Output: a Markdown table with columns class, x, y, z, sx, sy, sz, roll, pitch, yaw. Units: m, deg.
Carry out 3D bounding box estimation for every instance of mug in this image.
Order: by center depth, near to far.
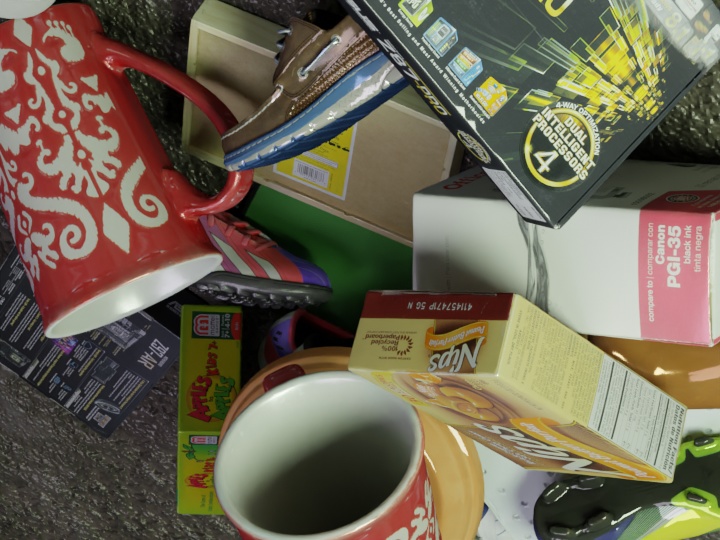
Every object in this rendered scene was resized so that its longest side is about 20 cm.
| class | x | y | z | sx | sy | sz | roll | pitch | yaw |
| --- | --- | --- | --- | --- | --- | --- | --- | --- | --- |
| mug | -0.002 | 0.166 | 1.324 | 0.132 | 0.178 | 0.201 | -3 | 135 | 15 |
| mug | -0.176 | -0.080 | 1.395 | 0.133 | 0.176 | 0.201 | 116 | 129 | -79 |

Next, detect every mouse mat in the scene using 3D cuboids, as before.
| class | x | y | z | sx | sy | sz | roll | pitch | yaw |
| --- | --- | --- | --- | --- | --- | --- | --- | --- | --- |
| mouse mat | 0.000 | 0.000 | 1.491 | 0.199 | 0.008 | 0.161 | 31 | 143 | -1 |

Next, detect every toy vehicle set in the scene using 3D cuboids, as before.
| class | x | y | z | sx | sy | sz | roll | pitch | yaw |
| --- | --- | --- | --- | --- | --- | --- | --- | --- | --- |
| toy vehicle set | -0.027 | -0.097 | 1.378 | 0.199 | 0.027 | 0.125 | 23 | 139 | 10 |

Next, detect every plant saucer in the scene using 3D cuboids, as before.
| class | x | y | z | sx | sy | sz | roll | pitch | yaw |
| --- | --- | --- | --- | --- | --- | --- | --- | --- | --- |
| plant saucer | -0.012 | 0.153 | 1.431 | 0.198 | 0.037 | 0.202 | 6 | 113 | 15 |

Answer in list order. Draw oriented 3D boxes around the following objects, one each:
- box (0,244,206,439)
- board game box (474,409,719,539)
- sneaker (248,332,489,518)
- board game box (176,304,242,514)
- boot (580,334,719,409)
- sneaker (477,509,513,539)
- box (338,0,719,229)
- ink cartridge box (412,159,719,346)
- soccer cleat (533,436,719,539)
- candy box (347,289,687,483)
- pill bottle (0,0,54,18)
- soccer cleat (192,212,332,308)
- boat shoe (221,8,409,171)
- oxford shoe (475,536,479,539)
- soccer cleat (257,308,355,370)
| class | x | y | z | sx | sy | sz | roll | pitch | yaw |
| --- | --- | --- | --- | --- | --- | --- | --- | --- | --- |
| box | -0.231 | 0.043 | 1.664 | 0.160 | 0.044 | 0.200 | 36 | 142 | -6 |
| board game box | 0.151 | 0.092 | 1.422 | 0.199 | 0.026 | 0.200 | -25 | 118 | 23 |
| sneaker | 0.018 | 0.114 | 1.464 | 0.199 | 0.081 | 0.115 | 38 | 125 | -1 |
| board game box | -0.119 | 0.112 | 1.575 | 0.047 | 0.102 | 0.200 | 2 | 156 | -4 |
| boot | 0.253 | 0.054 | 1.282 | 0.199 | 0.077 | 0.155 | 23 | 156 | -20 |
| sneaker | 0.132 | 0.153 | 1.521 | 0.086 | 0.075 | 0.201 | 11 | 139 | 16 |
| box | 0.096 | -0.149 | 1.137 | 0.200 | 0.161 | 0.049 | 48 | 168 | -21 |
| ink cartridge box | 0.148 | -0.017 | 1.244 | 0.199 | 0.146 | 0.083 | 6 | 106 | 29 |
| soccer cleat | 0.220 | 0.164 | 1.422 | 0.199 | 0.065 | 0.084 | -12 | 153 | 11 |
| candy box | 0.099 | 0.072 | 1.226 | 0.115 | 0.056 | 0.200 | 1 | 160 | 41 |
| pill bottle | -0.190 | -0.245 | 1.258 | 0.114 | 0.115 | 0.200 | 39 | 142 | -10 |
| soccer cleat | -0.113 | -0.020 | 1.482 | 0.198 | 0.074 | 0.068 | 12 | 172 | 15 |
| boat shoe | -0.016 | -0.132 | 1.288 | 0.199 | 0.072 | 0.073 | -30 | 85 | 24 |
| oxford shoe | 0.053 | 0.217 | 1.654 | 0.199 | 0.075 | 0.058 | 37 | 178 | -5 |
| soccer cleat | 0.014 | 0.099 | 1.537 | 0.199 | 0.068 | 0.073 | 34 | 151 | 0 |
